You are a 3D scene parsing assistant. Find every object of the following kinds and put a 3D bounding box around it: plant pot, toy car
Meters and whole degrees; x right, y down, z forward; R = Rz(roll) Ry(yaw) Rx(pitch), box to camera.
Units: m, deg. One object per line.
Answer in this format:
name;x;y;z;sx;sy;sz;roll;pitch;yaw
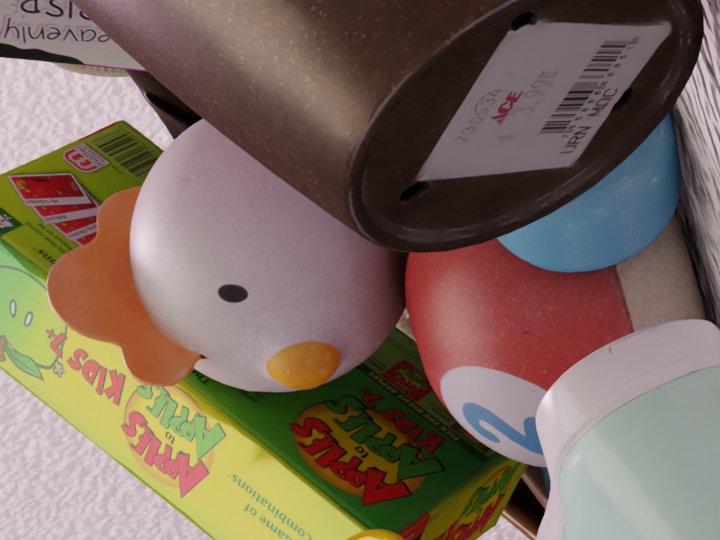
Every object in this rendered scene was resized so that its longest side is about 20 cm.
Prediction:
plant pot;-0.007;-0.109;0.665;0.200;0.186;0.187;58;173;28
toy car;0.000;0.000;0.893;0.185;0.199;0.177;72;-179;-51

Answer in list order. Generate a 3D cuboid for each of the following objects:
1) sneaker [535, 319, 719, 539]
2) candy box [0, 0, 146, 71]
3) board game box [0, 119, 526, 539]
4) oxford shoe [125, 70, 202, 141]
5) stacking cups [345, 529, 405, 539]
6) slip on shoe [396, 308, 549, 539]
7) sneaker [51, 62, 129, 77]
sneaker;0.096;0.102;0.705;0.201;0.074;0.119;61;-176;-65
candy box;-0.057;-0.141;0.855;0.200;0.136;0.061;-85;1;-49
board game box;-0.047;0.033;0.968;0.200;0.101;0.048;37;126;18
oxford shoe;-0.044;-0.070;0.960;0.200;0.072;0.085;37;-149;-70
stacking cups;0.068;0.145;0.915;0.200;0.060;0.061;28;-149;-35
slip on shoe;0.035;0.046;1.036;0.200;0.061;0.076;36;154;22
sneaker;-0.084;-0.173;1.013;0.085;0.075;0.201;-96;22;-52
